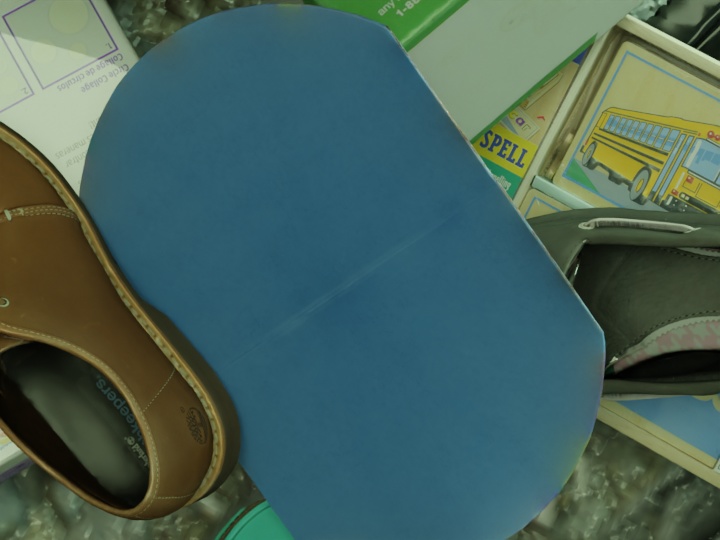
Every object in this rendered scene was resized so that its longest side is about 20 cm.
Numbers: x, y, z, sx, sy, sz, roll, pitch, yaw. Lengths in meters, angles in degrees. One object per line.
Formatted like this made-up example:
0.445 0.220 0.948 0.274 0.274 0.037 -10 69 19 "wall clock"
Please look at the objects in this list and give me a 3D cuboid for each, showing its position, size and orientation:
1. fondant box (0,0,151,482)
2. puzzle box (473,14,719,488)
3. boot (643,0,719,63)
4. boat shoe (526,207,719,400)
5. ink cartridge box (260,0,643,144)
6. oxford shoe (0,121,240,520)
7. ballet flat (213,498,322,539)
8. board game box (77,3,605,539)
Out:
-0.139 -0.033 0.967 0.144 0.058 0.200 -29 83 -5 "fondant box"
0.109 -0.009 0.944 0.200 0.025 0.133 29 99 16 "puzzle box"
0.209 -0.081 0.971 0.162 0.073 0.198 44 92 7 "boot"
0.101 0.010 0.903 0.200 0.057 0.067 -3 90 19 "boat shoe"
0.010 -0.156 0.936 0.147 0.083 0.200 -41 60 -6 "ink cartridge box"
-0.124 0.004 0.892 0.200 0.071 0.071 43 107 6 "oxford shoe"
-0.042 0.177 0.930 0.067 0.070 0.200 7 62 6 "ballet flat"
0.000 0.000 0.893 0.158 0.039 0.200 -35 92 38 "board game box"
